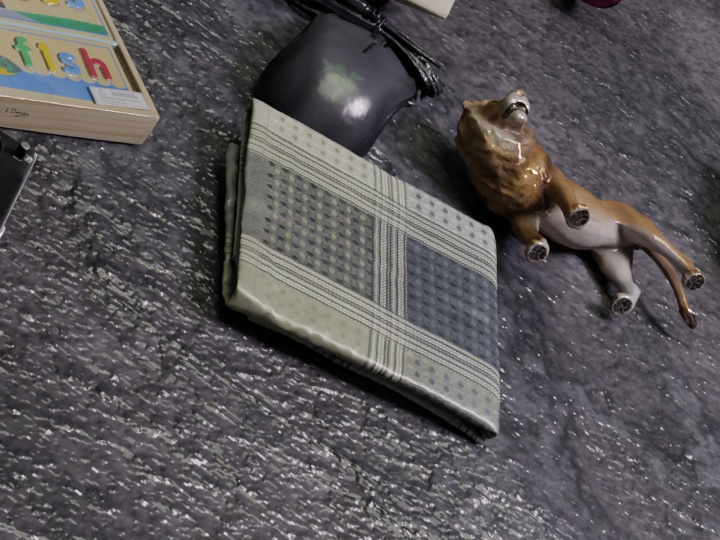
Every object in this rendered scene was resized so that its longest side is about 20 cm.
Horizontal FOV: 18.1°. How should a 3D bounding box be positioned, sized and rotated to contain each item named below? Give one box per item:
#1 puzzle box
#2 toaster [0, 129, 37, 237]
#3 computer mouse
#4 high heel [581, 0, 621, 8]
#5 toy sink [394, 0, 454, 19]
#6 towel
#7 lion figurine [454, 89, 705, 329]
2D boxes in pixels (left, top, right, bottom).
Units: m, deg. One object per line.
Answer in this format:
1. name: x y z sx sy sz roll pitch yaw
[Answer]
1. puzzle box: -0.222 -0.139 1.311 0.199 0.025 0.134 5 45 -43
2. toaster: -0.268 -0.025 1.032 0.199 0.119 0.181 32 32 -13
3. computer mouse: -0.008 -0.141 1.511 0.138 0.053 0.200 38 32 -5
4. high heel: 0.161 -0.283 1.849 0.096 0.068 0.200 33 16 -29
5. toy sink: -0.013 -0.280 1.578 0.199 0.131 0.112 22 5 -26
6. towel: 0.000 0.000 1.374 0.199 0.035 0.193 29 36 -21
7. lion figurine: 0.148 -0.038 1.544 0.200 0.072 0.123 37 16 -32
